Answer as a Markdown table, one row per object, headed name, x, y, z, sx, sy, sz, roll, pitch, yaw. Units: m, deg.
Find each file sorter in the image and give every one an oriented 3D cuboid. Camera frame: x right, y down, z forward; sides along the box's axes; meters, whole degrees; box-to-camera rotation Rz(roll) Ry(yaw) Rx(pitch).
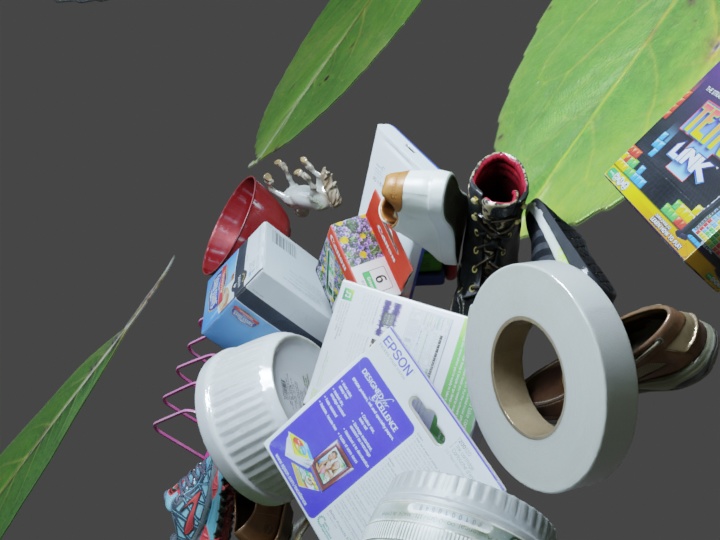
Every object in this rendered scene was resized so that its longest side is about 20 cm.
| name | x | y | z | sx | sy | sz | roll | pitch | yaw |
| --- | --- | --- | --- | --- | --- | --- | --- | --- | --- |
| file sorter | -0.208 | 0.171 | 1.414 | 0.139 | 0.125 | 0.201 | -26 | 35 | 45 |

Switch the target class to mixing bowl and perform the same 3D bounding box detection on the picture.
| name | x | y | z | sx | sy | sz | roll | pitch | yaw |
| --- | --- | --- | --- | --- | --- | --- | --- | --- | --- |
| mixing bowl | -0.197 | -0.062 | 1.715 | 0.200 | 0.108 | 0.201 | -49 | 26 | 35 |

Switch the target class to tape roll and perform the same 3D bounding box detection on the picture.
| name | x | y | z | sx | sy | sz | roll | pitch | yaw |
| --- | --- | --- | --- | --- | --- | --- | --- | --- | --- |
| tape roll | 0.159 | 0.091 | 0.815 | 0.203 | 0.037 | 0.204 | 24 | 117 | 60 |

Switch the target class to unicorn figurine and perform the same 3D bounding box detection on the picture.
| name | x | y | z | sx | sy | sz | roll | pitch | yaw |
| --- | --- | --- | --- | --- | --- | --- | --- | --- | --- |
| unicorn figurine | -0.106 | -0.142 | 1.683 | 0.074 | 0.138 | 0.200 | -47 | 37 | -13 |

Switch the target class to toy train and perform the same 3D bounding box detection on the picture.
| name | x | y | z | sx | sy | sz | roll | pitch | yaw |
| --- | --- | --- | --- | --- | --- | --- | --- | --- | --- |
| toy train | 0.078 | -0.079 | 1.218 | 0.201 | 0.084 | 0.116 | -91 | -1 | -55 |

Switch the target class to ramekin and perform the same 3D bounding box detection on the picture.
| name | x | y | z | sx | sy | sz | roll | pitch | yaw |
| --- | --- | --- | --- | --- | --- | --- | --- | --- | --- |
| ramekin | -0.093 | 0.171 | 1.127 | 0.105 | 0.200 | 0.201 | -29 | 32 | 25 |

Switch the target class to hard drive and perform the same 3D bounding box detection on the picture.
| name | x | y | z | sx | sy | sz | roll | pitch | yaw |
| --- | --- | --- | --- | --- | --- | --- | --- | --- | --- |
| hard drive | 0.038 | -0.057 | 1.132 | 0.132 | 0.025 | 0.201 | 51 | 138 | 46 |

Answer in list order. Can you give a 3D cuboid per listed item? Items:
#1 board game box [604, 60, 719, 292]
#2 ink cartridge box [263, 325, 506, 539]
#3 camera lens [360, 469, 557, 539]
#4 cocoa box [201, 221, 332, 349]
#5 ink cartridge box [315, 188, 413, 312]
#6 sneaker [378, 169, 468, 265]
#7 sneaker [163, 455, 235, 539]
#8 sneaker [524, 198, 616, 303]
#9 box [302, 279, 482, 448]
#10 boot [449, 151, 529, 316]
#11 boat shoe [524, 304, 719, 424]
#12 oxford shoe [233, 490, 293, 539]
| name | x | y | z | sx | sy | sz | roll | pitch | yaw |
| --- | --- | --- | --- | --- | --- | --- | --- | --- | --- |
| board game box | 0.335 | -0.096 | 0.868 | 0.165 | 0.057 | 0.200 | -47 | 24 | 16 |
| ink cartridge box | 0.024 | 0.193 | 0.923 | 0.200 | 0.043 | 0.199 | -44 | 65 | 20 |
| camera lens | 0.059 | 0.279 | 0.728 | 0.160 | 0.160 | 0.201 | -20 | 40 | 51 |
| cocoa box | -0.097 | 0.061 | 1.266 | 0.131 | 0.200 | 0.134 | -44 | 25 | 21 |
| ink cartridge box | 0.000 | 0.000 | 1.094 | 0.050 | 0.109 | 0.200 | -19 | -18 | -17 |
| sneaker | 0.069 | -0.063 | 1.014 | 0.084 | 0.200 | 0.073 | 9 | 73 | 16 |
| sneaker | -0.208 | 0.289 | 1.197 | 0.079 | 0.095 | 0.201 | -16 | -60 | -79 |
| sneaker | 0.195 | -0.004 | 0.979 | 0.083 | 0.072 | 0.200 | -45 | 25 | 19 |
| box | 0.047 | 0.104 | 0.975 | 0.199 | 0.036 | 0.145 | 17 | 86 | 32 |
| boot | 0.141 | -0.018 | 1.009 | 0.201 | 0.073 | 0.151 | -71 | -14 | -47 |
| boat shoe | 0.215 | 0.078 | 0.829 | 0.200 | 0.072 | 0.076 | -32 | 31 | 40 |
| oxford shoe | -0.124 | 0.269 | 1.195 | 0.071 | 0.071 | 0.200 | -44 | 23 | 24 |
